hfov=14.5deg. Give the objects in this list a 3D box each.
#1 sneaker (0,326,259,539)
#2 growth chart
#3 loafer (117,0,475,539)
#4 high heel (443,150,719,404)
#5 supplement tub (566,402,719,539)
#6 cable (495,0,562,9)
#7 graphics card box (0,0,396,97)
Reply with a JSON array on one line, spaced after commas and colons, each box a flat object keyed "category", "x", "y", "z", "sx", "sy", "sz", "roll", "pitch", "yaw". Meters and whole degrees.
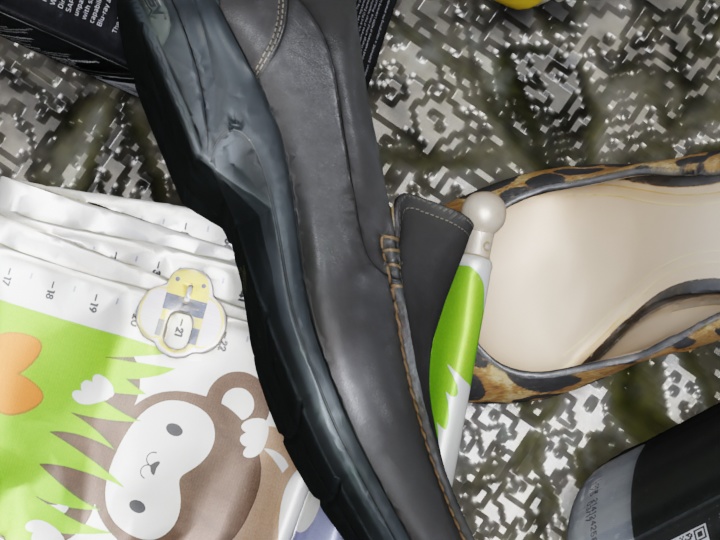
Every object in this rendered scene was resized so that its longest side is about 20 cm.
[{"category": "sneaker", "x": -0.089, "y": 0.104, "z": 0.858, "sx": 0.099, "sy": 0.071, "sz": 0.201, "roll": 24, "pitch": 80, "yaw": 5}, {"category": "growth chart", "x": -0.062, "y": 0.040, "z": 0.827, "sx": 0.199, "sy": 0.018, "sz": 0.146, "roll": 5, "pitch": 79, "yaw": 2}, {"category": "loafer", "x": 0.000, "y": 0.000, "z": 0.788, "sx": 0.072, "sy": 0.073, "sz": 0.201, "roll": -21, "pitch": 87, "yaw": -11}, {"category": "high heel", "x": 0.075, "y": -0.004, "z": 0.832, "sx": 0.199, "sy": 0.143, "sz": 0.072, "roll": -9, "pitch": 84, "yaw": -2}, {"category": "supplement tub", "x": 0.167, "y": 0.071, "z": 0.798, "sx": 0.200, "sy": 0.122, "sz": 0.123, "roll": -30, "pitch": 84, "yaw": 29}, {"category": "cable", "x": 0.019, "y": -0.112, "z": 0.820, "sx": 0.199, "sy": 0.097, "sz": 0.051, "roll": -4, "pitch": 67, "yaw": -42}, {"category": "graphics card box", "x": -0.071, "y": -0.123, "z": 0.836, "sx": 0.199, "sy": 0.051, "sz": 0.126, "roll": 21, "pitch": 82, "yaw": -36}]
